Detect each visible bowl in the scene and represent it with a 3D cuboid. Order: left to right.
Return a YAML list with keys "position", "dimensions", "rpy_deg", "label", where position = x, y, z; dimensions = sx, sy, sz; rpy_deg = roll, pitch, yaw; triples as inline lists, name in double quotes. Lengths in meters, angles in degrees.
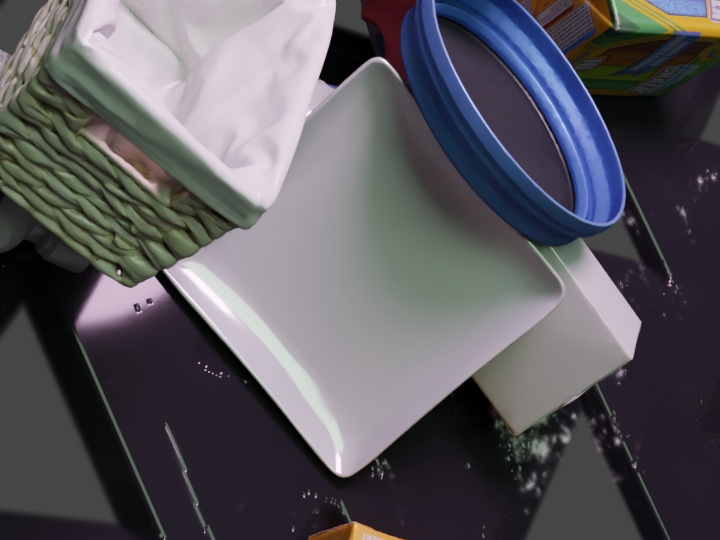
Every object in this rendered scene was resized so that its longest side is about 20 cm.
- position: [0.101, -0.107, 0.897]
  dimensions: [0.200, 0.039, 0.202]
  rpy_deg: [36, 36, -31]
  label: "bowl"

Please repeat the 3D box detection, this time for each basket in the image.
- position: [-0.112, -0.110, 0.739]
  dimensions: [0.135, 0.123, 0.202]
  rpy_deg: [41, 39, -25]
  label: "basket"

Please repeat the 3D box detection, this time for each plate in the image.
- position: [0.000, 0.000, 0.883]
  dimensions: [0.199, 0.032, 0.201]
  rpy_deg: [-40, 96, 7]
  label: "plate"

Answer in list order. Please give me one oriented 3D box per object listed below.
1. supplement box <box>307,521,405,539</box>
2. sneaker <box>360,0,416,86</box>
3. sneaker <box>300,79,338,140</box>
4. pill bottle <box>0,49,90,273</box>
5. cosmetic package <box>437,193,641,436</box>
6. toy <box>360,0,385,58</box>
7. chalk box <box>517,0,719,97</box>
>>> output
- position: [0.015, 0.272, 0.827]
  dimensions: [0.125, 0.073, 0.203]
  rpy_deg: [21, 64, -22]
  label: "supplement box"
- position: [0.053, -0.122, 1.003]
  dimensions: [0.085, 0.074, 0.203]
  rpy_deg: [-15, 90, -1]
  label: "sneaker"
- position: [-0.081, -0.128, 0.906]
  dimensions: [0.197, 0.080, 0.117]
  rpy_deg: [-8, 79, -31]
  label: "sneaker"
- position: [-0.234, -0.078, 0.780]
  dimensions: [0.198, 0.112, 0.114]
  rpy_deg: [28, 61, -19]
  label: "pill bottle"
- position: [0.095, -0.003, 0.938]
  dimensions: [0.201, 0.107, 0.085]
  rpy_deg: [54, 23, -5]
  label: "cosmetic package"
- position: [0.043, -0.267, 1.048]
  dimensions: [0.114, 0.047, 0.203]
  rpy_deg: [-10, 78, -31]
  label: "toy"
- position: [0.231, -0.220, 1.098]
  dimensions: [0.197, 0.125, 0.126]
  rpy_deg: [-2, 74, -30]
  label: "chalk box"
